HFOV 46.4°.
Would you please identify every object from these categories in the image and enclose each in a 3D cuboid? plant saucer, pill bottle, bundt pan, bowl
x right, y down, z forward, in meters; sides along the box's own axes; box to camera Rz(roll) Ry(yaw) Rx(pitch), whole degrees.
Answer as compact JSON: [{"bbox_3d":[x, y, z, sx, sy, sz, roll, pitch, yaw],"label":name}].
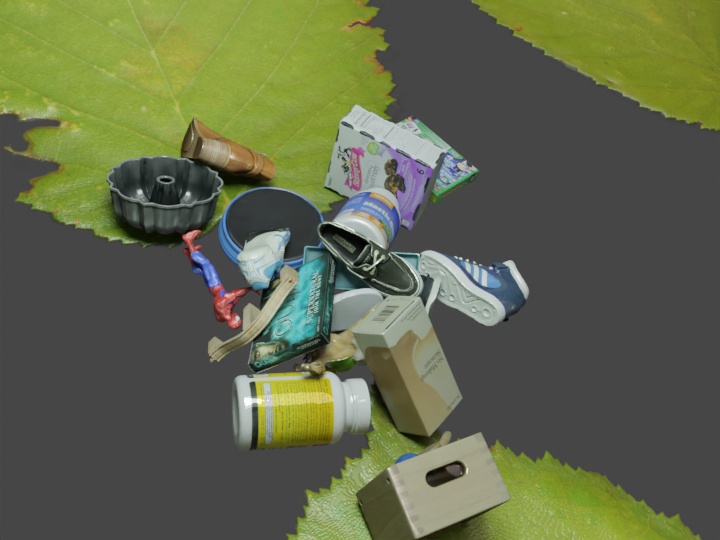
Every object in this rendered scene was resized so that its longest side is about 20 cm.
[{"bbox_3d":[0.000,0.000,1.416,0.199,0.019,0.070,4,85,12],"label":"plant saucer"},{"bbox_3d":[0.011,-0.079,1.515,0.112,0.112,0.200,22,29,4],"label":"pill bottle"},{"bbox_3d":[-0.345,-0.128,1.486,0.201,0.076,0.202,7,31,-4],"label":"bundt pan"},{"bbox_3d":[-0.091,0.211,1.275,0.199,0.113,0.113,-1,52,-15],"label":"pill bottle"},{"bbox_3d":[-0.159,-0.074,1.539,0.200,0.039,0.201,8,50,-9],"label":"bowl"}]

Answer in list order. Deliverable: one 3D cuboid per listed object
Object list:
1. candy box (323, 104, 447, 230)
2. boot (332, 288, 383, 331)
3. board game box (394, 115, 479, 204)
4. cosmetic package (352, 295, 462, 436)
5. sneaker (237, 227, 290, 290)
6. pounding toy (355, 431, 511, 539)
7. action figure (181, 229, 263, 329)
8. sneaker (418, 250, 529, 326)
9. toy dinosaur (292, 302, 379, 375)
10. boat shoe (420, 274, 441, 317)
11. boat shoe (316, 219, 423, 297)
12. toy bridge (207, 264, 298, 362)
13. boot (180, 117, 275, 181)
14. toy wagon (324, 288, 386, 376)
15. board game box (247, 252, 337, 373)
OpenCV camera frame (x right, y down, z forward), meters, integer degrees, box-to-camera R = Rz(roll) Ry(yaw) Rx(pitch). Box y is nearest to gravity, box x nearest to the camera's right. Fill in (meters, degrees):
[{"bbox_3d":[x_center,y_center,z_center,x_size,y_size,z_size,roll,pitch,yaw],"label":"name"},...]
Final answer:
[{"bbox_3d":[0.044,-0.194,1.604,0.200,0.168,0.072,28,47,9],"label":"candy box"},{"bbox_3d":[-0.066,0.057,1.399,0.199,0.074,0.096,-19,39,-2],"label":"boot"},{"bbox_3d":[0.131,-0.234,1.751,0.134,0.029,0.200,-32,65,-32],"label":"board game box"},{"bbox_3d":[0.076,0.149,1.317,0.071,0.200,0.105,1,35,46],"label":"cosmetic package"},{"bbox_3d":[-0.159,-0.025,1.410,0.072,0.073,0.200,-6,19,11],"label":"sneaker"},{"bbox_3d":[0.107,0.305,1.222,0.199,0.184,0.143,-15,69,-25],"label":"pounding toy"},{"bbox_3d":[-0.226,0.014,1.431,0.099,0.065,0.200,-17,57,-19],"label":"action figure"},{"bbox_3d":[0.215,0.012,1.549,0.200,0.081,0.146,36,42,21],"label":"sneaker"},{"bbox_3d":[-0.046,0.118,1.320,0.101,0.058,0.200,3,28,32],"label":"toy dinosaur"},{"bbox_3d":[0.089,0.088,1.453,0.060,0.076,0.200,15,46,8],"label":"boat shoe"},{"bbox_3d":[0.012,-0.014,1.372,0.200,0.064,0.071,32,92,9],"label":"boat shoe"},{"bbox_3d":[-0.171,0.079,1.319,0.027,0.200,0.067,38,18,-25],"label":"toy bridge"},{"bbox_3d":[-0.254,-0.229,1.613,0.155,0.077,0.200,16,8,-29],"label":"boot"},{"bbox_3d":[0.005,0.099,1.409,0.155,0.040,0.200,27,71,36],"label":"toy wagon"},{"bbox_3d":[-0.105,0.064,1.328,0.135,0.028,0.200,-24,33,19],"label":"board game box"}]
